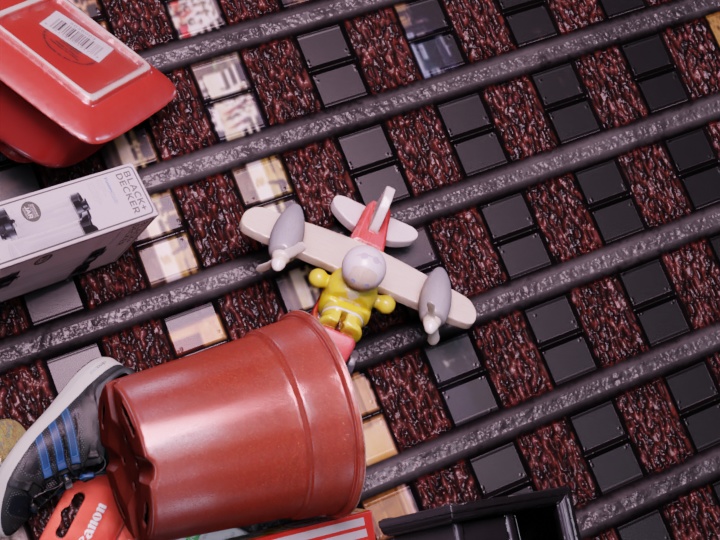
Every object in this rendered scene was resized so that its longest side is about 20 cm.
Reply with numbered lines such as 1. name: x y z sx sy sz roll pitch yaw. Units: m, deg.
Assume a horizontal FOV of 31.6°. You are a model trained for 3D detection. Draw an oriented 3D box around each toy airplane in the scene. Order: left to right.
1. toy airplane: 0.000 0.000 1.288 0.199 0.141 0.200 -21 80 -17

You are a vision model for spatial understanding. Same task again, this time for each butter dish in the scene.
1. butter dish: -0.317 -0.171 1.267 0.200 0.148 0.200 37 30 0

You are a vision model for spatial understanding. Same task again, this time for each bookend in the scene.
1. bookend: 0.131 0.318 1.208 0.199 0.092 0.200 5 70 -48

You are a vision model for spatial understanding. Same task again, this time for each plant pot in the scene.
1. plant pot: -0.126 0.153 1.168 0.194 0.201 0.202 -11 78 -27

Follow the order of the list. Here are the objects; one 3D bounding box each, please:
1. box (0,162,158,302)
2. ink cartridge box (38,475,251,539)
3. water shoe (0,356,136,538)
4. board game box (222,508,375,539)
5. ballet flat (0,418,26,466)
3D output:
1. box: -0.303 -0.028 1.204 0.199 0.117 0.060 -24 81 -42
2. ink cartridge box: -0.202 0.269 1.216 0.199 0.050 0.110 27 71 -6
3. water shoe: -0.274 0.173 1.205 0.079 0.072 0.201 26 69 16
4. board game box: -0.072 0.319 1.196 0.199 0.046 0.153 -8 89 -31
5. ballet flat: -0.388 0.214 1.180 0.071 0.071 0.200 46 70 2
